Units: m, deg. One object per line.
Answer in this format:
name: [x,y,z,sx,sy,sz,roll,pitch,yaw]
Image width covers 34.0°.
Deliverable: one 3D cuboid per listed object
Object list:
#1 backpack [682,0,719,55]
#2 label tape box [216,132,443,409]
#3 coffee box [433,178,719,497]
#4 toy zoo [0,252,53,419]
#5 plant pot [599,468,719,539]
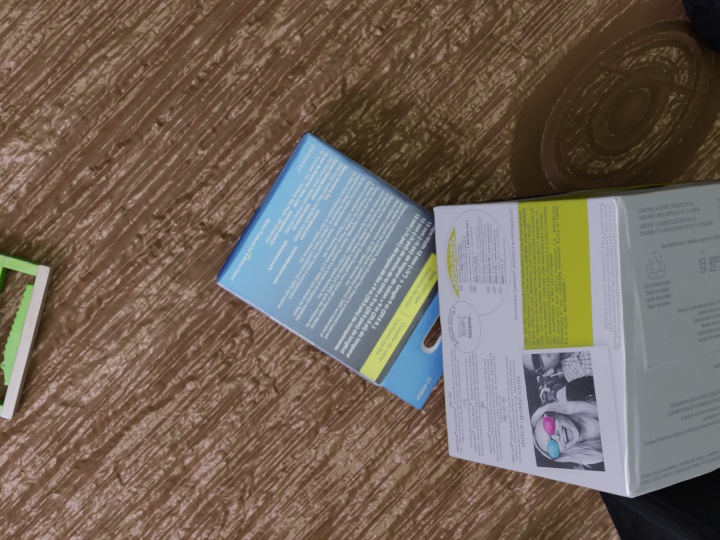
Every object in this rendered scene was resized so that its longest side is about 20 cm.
backpack: [0.345,-0.289,0.965,0.199,0.127,0.168,-35,107,-4]
label tape box: [0.000,0.000,0.979,0.199,0.066,0.144,32,90,-9]
coffee box: [0.193,0.038,0.899,0.198,0.197,0.203,-7,95,-35]
toy zoo: [-0.365,0.034,0.967,0.198,0.020,0.133,16,92,-6]
plant pot: [0.339,0.229,0.965,0.198,0.177,0.202,-25,94,-4]
